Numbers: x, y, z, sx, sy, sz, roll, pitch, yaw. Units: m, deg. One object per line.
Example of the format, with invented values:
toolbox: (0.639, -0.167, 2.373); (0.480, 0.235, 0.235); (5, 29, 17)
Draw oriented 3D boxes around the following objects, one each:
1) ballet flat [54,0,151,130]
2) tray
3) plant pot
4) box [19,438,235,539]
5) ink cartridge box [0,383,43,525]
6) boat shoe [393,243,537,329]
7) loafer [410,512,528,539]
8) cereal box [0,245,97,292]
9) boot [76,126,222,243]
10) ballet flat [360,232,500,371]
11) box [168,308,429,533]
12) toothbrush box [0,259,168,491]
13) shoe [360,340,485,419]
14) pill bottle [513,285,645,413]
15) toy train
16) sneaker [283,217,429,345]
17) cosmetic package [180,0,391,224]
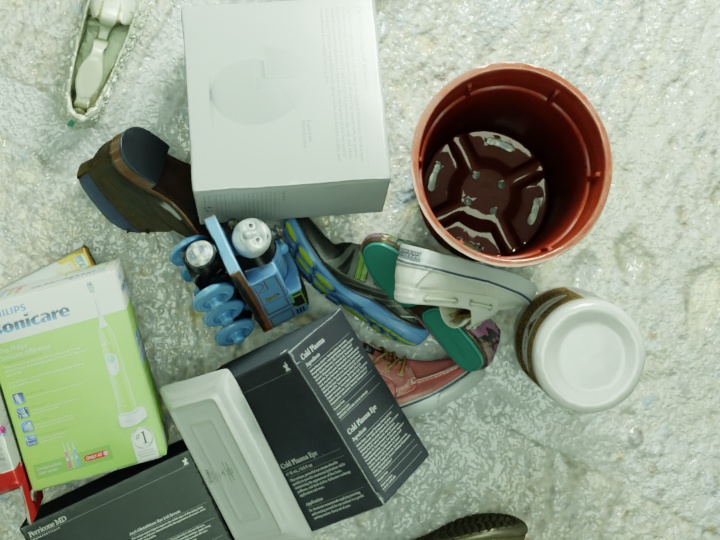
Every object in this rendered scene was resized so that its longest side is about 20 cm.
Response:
ballet flat: (-0.267, -0.242, 1.693); (0.071, 0.072, 0.202); (17, 93, -6)
tray: (-0.133, 0.202, 1.657); (0.107, 0.022, 0.201); (-17, 104, 40)
plant pot: (0.140, -0.092, 1.660); (0.199, 0.195, 0.203); (0, 83, -4)
box: (-0.243, 0.287, 1.735); (0.199, 0.079, 0.142); (-24, 100, -1)
ink cartridge box: (-0.389, 0.162, 1.655); (0.067, 0.116, 0.202); (-16, 98, -2)
boat shoe: (0.105, 0.025, 1.639); (0.199, 0.071, 0.070); (14, 91, -49)
loafer: (0.092, 0.321, 1.769); (0.198, 0.076, 0.068); (-17, 97, 7)
cereal box: (-0.350, 0.081, 1.727); (0.199, 0.040, 0.145); (-28, 98, -2)
boot: (-0.209, -0.070, 1.720); (0.200, 0.096, 0.075); (45, 47, -28)
ballet flat: (0.077, 0.020, 1.698); (0.200, 0.069, 0.071); (46, 47, -19)
box: (-0.065, 0.167, 1.675); (0.199, 0.104, 0.183); (-26, 100, 39)
toothbrush box: (-0.293, 0.107, 1.672); (0.144, 0.086, 0.202); (-16, 100, -3)
shoe: (0.030, 0.112, 1.742); (0.199, 0.072, 0.092); (-22, 102, 3)
pill bottle: (0.220, 0.076, 1.689); (0.113, 0.200, 0.115); (0, 96, -4)
toy train: (-0.123, 0.005, 1.665); (0.114, 0.200, 0.087); (-28, 67, -3)
sneaker: (0.000, 0.000, 1.740); (0.199, 0.071, 0.083); (36, 74, -6)
cosmetic package: (-0.077, -0.164, 1.660); (0.198, 0.123, 0.201); (-4, 76, -3)
